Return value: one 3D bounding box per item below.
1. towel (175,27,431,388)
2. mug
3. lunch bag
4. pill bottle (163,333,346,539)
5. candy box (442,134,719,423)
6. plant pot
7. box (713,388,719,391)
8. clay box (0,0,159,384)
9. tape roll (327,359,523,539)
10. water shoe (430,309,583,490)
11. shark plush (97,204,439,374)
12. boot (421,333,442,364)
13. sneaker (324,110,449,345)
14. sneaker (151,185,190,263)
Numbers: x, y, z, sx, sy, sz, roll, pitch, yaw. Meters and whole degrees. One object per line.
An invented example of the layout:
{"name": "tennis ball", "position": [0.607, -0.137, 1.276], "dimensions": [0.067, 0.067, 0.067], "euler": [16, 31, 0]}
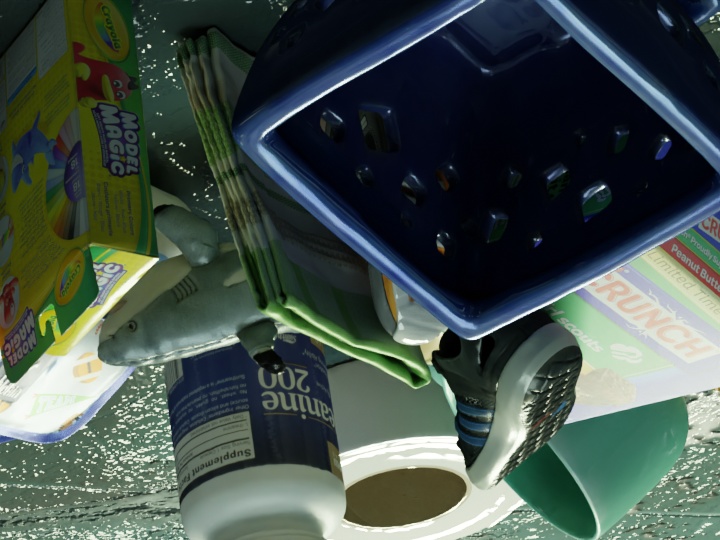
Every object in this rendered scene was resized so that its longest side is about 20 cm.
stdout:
{"name": "towel", "position": [-0.028, -0.037, 1.574], "dimensions": [0.031, 0.201, 0.149], "euler": [-38, 142, 24]}
{"name": "mug", "position": [0.136, 0.076, 1.857], "dimensions": [0.114, 0.185, 0.152], "euler": [-40, 170, -15]}
{"name": "lunch bag", "position": [-0.250, 0.039, 1.691], "dimensions": [0.199, 0.125, 0.170], "euler": [-15, 156, 36]}
{"name": "pill bottle", "position": [-0.069, 0.124, 1.841], "dimensions": [0.110, 0.201, 0.111], "euler": [-7, 152, -4]}
{"name": "candy box", "position": [0.142, 0.005, 1.627], "dimensions": [0.169, 0.077, 0.199], "euler": [39, 144, -28]}
{"name": "plant pot", "position": [0.074, -0.115, 1.451], "dimensions": [0.199, 0.180, 0.200], "euler": [-29, 125, 32]}
{"name": "box", "position": [0.299, 0.033, 1.859], "dimensions": [0.199, 0.119, 0.042], "euler": [-4, 112, -21]}
{"name": "clay box", "position": [-0.161, -0.045, 1.517], "dimensions": [0.047, 0.201, 0.115], "euler": [10, 146, -31]}
{"name": "tape roll", "position": [0.026, 0.137, 2.028], "dimensions": [0.201, 0.071, 0.203], "euler": [-7, 150, -4]}
{"name": "water shoe", "position": [0.083, 0.062, 1.632], "dimensions": [0.071, 0.079, 0.200], "euler": [-38, 165, -21]}
{"name": "shark plush", "position": [-0.053, 0.033, 1.646], "dimensions": [0.199, 0.084, 0.091], "euler": [12, 141, 3]}
{"name": "boot", "position": [0.000, 0.000, 1.777], "dimensions": [0.154, 0.073, 0.200], "euler": [0, 155, -10]}
{"name": "sneaker", "position": [0.019, -0.051, 1.570], "dimensions": [0.077, 0.201, 0.078], "euler": [-21, 153, 40]}
{"name": "sneaker", "position": [-0.172, -0.045, 1.651], "dimensions": [0.199, 0.072, 0.072], "euler": [14, 135, -41]}
